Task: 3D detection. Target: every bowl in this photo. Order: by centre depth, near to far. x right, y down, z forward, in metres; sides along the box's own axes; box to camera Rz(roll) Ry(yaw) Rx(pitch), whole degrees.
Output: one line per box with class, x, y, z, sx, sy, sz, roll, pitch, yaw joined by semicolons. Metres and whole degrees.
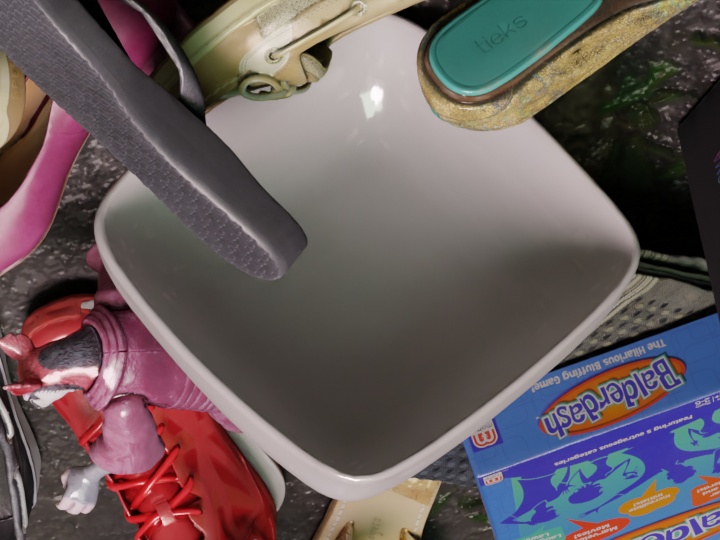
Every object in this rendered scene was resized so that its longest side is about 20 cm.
bowl;0.000;0.000;1.235;0.200;0.200;0.075;-37;159;-21

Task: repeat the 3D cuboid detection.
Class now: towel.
towel;0.106;0.049;1.373;0.192;0.035;0.200;13;138;-45

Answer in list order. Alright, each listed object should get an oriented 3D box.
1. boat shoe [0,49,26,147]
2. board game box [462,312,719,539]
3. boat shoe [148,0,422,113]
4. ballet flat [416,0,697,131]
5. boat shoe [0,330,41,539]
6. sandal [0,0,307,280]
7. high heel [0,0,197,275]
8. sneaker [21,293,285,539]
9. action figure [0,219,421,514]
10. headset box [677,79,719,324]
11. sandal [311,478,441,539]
boat shoe;-0.227;-0.054;1.235;0.065;0.072;0.200;2;158;-39
board game box;0.136;0.103;1.401;0.152;0.045;0.200;-20;152;1
boat shoe;-0.008;-0.113;1.194;0.201;0.073;0.063;-33;92;10
ballet flat;0.112;-0.127;1.222;0.200;0.071;0.071;-34;130;-6
boat shoe;-0.213;0.071;1.380;0.072;0.068;0.200;-10;131;5
sandal;-0.093;-0.075;1.144;0.200;0.076;0.043;47;70;-30
high heel;-0.163;-0.070;1.250;0.200;0.067;0.096;-42;134;5
sneaker;-0.100;0.105;1.389;0.078;0.116;0.200;-30;128;21
action figure;-0.079;0.046;1.303;0.200;0.134;0.149;-6;180;-36
headset box;0.253;-0.011;1.278;0.200;0.174;0.093;24;127;-22
sandal;0.010;0.169;1.488;0.078;0.070;0.212;3;132;-8
